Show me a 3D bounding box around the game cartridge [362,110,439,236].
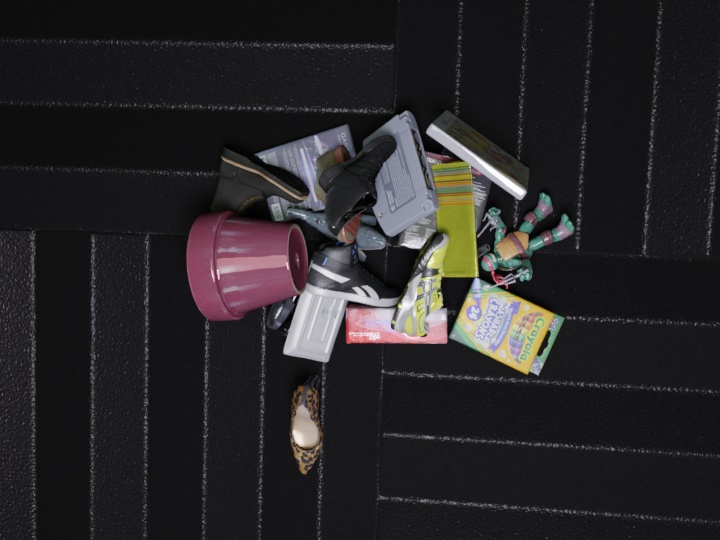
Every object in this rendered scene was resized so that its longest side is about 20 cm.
[{"bbox_3d":[0.067,-0.174,1.180,0.132,0.040,0.204,-26,67,35],"label":"game cartridge"}]

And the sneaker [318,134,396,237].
[{"bbox_3d":[0.005,-0.151,1.118,0.198,0.060,0.105,-33,66,-17],"label":"sneaker"}]

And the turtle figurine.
[{"bbox_3d":[0.288,-0.052,1.190,0.198,0.101,0.151,-33,74,-2],"label":"turtle figurine"}]

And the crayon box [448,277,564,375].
[{"bbox_3d":[0.282,0.109,1.227,0.197,0.052,0.128,24,96,2],"label":"crayon box"}]

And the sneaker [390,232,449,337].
[{"bbox_3d":[0.122,0.027,1.160,0.075,0.076,0.203,22,110,2],"label":"sneaker"}]

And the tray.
[{"bbox_3d":[-0.073,0.079,1.242,0.106,0.022,0.204,15,96,-32],"label":"tray"}]

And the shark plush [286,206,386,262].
[{"bbox_3d":[-0.041,-0.093,1.220,0.198,0.083,0.092,32,96,-1],"label":"shark plush"}]

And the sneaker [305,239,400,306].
[{"bbox_3d":[0.000,0.000,1.197,0.196,0.073,0.114,8,101,-27],"label":"sneaker"}]

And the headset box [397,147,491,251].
[{"bbox_3d":[0.162,-0.130,1.208,0.145,0.075,0.205,13,96,3],"label":"headset box"}]

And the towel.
[{"bbox_3d":[0.168,-0.090,1.138,0.085,0.018,0.205,1,98,48],"label":"towel"}]

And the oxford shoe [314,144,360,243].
[{"bbox_3d":[-0.046,-0.135,1.189,0.072,0.071,0.204,-16,58,20],"label":"oxford shoe"}]

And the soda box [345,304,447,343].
[{"bbox_3d":[0.070,0.103,1.238,0.195,0.063,0.072,0,93,5],"label":"soda box"}]

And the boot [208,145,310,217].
[{"bbox_3d":[-0.198,-0.136,1.230,0.198,0.077,0.141,30,109,24],"label":"boot"}]

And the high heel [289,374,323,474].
[{"bbox_3d":[-0.111,0.312,1.228,0.070,0.143,0.205,5,94,4],"label":"high heel"}]

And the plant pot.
[{"bbox_3d":[-0.196,-0.014,1.175,0.175,0.200,0.205,-5,94,12],"label":"plant pot"}]

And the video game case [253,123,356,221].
[{"bbox_3d":[-0.097,-0.187,1.254,0.196,0.019,0.146,-16,93,5],"label":"video game case"}]

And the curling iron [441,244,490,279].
[{"bbox_3d":[0.175,0.005,1.186,0.050,0.025,0.200,49,136,5],"label":"curling iron"}]

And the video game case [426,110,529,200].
[{"bbox_3d":[0.216,-0.213,1.147,0.198,0.182,0.023,36,116,1],"label":"video game case"}]

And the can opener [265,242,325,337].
[{"bbox_3d":[-0.107,0.040,1.251,0.063,0.079,0.202,35,87,9],"label":"can opener"}]
